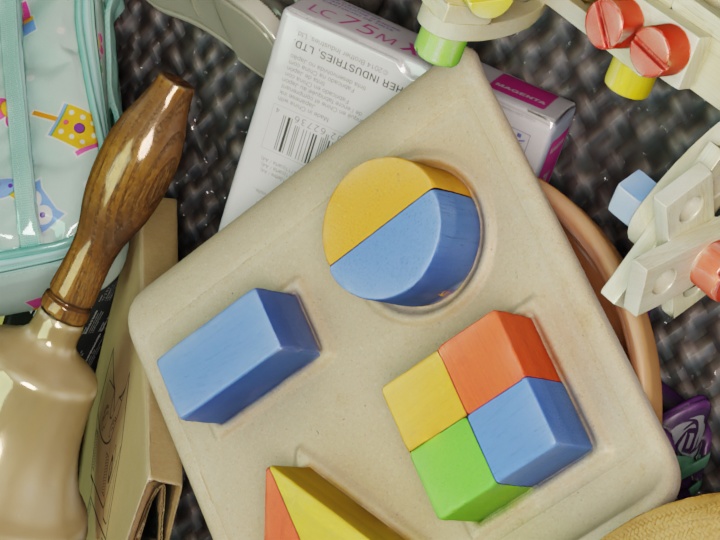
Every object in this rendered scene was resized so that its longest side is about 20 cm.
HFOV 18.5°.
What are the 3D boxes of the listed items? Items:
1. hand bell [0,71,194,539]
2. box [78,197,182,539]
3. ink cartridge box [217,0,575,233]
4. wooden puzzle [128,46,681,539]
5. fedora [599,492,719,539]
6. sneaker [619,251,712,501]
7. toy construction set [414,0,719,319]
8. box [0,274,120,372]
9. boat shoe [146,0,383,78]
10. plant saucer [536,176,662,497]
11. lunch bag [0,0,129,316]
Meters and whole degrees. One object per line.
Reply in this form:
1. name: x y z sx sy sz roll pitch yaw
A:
1. hand bell: -0.118 0.009 0.923 0.104 0.104 0.201 40 108 34
2. box: -0.105 0.087 0.985 0.200 0.021 0.164 -97 20 -54
3. ink cartridge box: 0.000 0.000 0.908 0.119 0.042 0.201 25 115 14
4. wooden puzzle: 0.000 0.041 0.805 0.185 0.046 0.201 -36 60 26
5. fedora: 0.153 0.146 0.754 0.200 0.082 0.201 14 123 22
6. sneaker: 0.102 0.096 0.826 0.087 0.074 0.201 -33 72 39
7. toy construction set: 0.088 -0.078 0.765 0.200 0.131 0.092 55 131 24
8. box: -0.186 -0.010 1.124 0.160 0.049 0.200 54 130 28
9. boat shoe: -0.065 -0.144 0.979 0.200 0.057 0.067 40 159 39
10. plant saucer: 0.029 0.058 0.832 0.200 0.037 0.201 -10 73 35
11. lunch bag: -0.183 -0.078 1.010 0.160 0.077 0.201 -11 68 4
